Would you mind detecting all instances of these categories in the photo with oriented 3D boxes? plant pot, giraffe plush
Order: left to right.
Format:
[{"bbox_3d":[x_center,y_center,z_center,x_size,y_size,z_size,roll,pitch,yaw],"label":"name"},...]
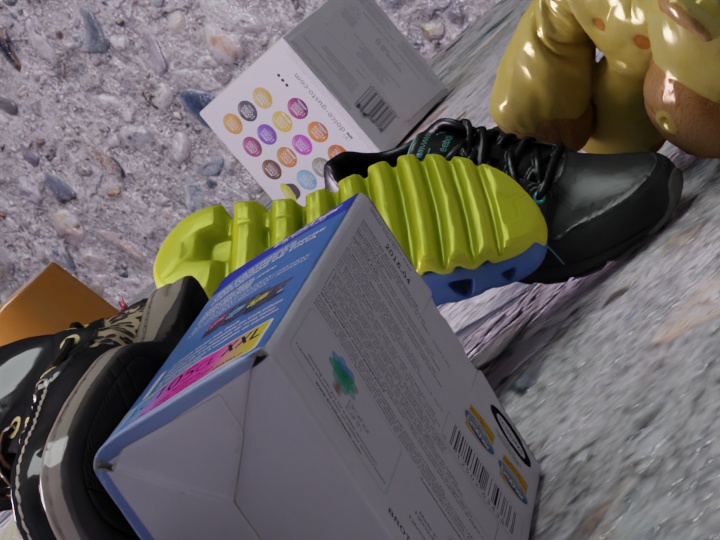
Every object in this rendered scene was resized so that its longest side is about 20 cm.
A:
[{"bbox_3d":[-0.242,0.102,1.390,0.200,0.184,0.200,-40,7,6],"label":"plant pot"},{"bbox_3d":[0.170,-0.127,0.860,0.171,0.201,0.162,-28,38,-17],"label":"giraffe plush"}]

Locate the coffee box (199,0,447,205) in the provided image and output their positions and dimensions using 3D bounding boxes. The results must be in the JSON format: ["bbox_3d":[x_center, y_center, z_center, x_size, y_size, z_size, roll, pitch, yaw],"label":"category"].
[{"bbox_3d":[-0.048,-0.221,2.200,0.197,0.200,0.200,-34,10,42],"label":"coffee box"}]

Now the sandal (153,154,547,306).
[{"bbox_3d":[0.000,0.000,0.853,0.198,0.087,0.080,-8,45,16],"label":"sandal"}]

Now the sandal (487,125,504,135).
[{"bbox_3d":[0.089,-0.032,0.992,0.075,0.048,0.201,-16,23,20],"label":"sandal"}]

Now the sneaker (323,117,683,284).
[{"bbox_3d":[0.068,-0.038,0.874,0.198,0.080,0.076,-10,32,28],"label":"sneaker"}]

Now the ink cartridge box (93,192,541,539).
[{"bbox_3d":[-0.002,0.062,0.600,0.076,0.137,0.200,-29,11,20],"label":"ink cartridge box"}]

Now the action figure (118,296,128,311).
[{"bbox_3d":[-0.294,0.106,1.986,0.065,0.099,0.200,-36,6,19],"label":"action figure"}]

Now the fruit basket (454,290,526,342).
[{"bbox_3d":[-0.020,0.090,0.825,0.185,0.094,0.199,-34,-6,37],"label":"fruit basket"}]

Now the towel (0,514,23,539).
[{"bbox_3d":[-0.154,0.133,0.766,0.149,0.036,0.200,-54,9,-2],"label":"towel"}]

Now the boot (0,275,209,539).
[{"bbox_3d":[-0.132,0.068,0.615,0.149,0.074,0.200,-17,17,10],"label":"boot"}]
